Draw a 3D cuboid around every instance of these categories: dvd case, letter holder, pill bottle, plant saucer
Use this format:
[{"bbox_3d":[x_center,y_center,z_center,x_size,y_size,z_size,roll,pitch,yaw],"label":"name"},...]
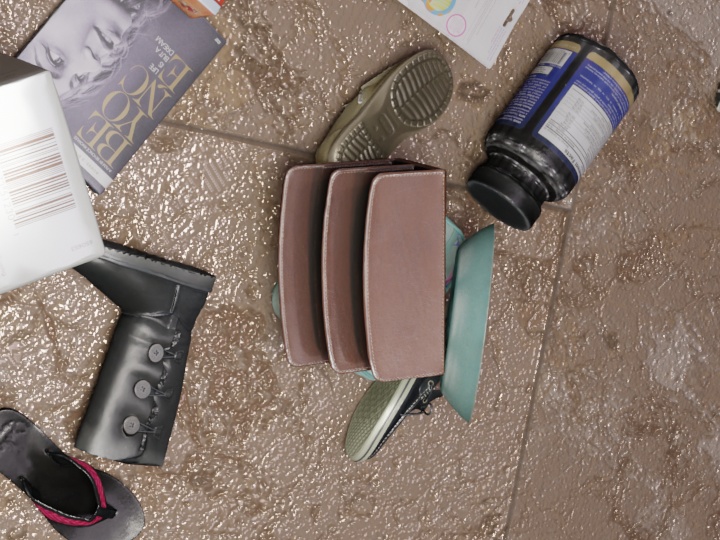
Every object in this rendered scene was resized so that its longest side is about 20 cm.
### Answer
[{"bbox_3d":[-0.239,-0.196,1.534,0.149,0.016,0.201,45,76,-27],"label":"dvd case"},{"bbox_3d":[0.000,0.000,1.558,0.140,0.100,0.203,-5,102,-24],"label":"letter holder"},{"bbox_3d":[0.204,-0.147,1.732,0.112,0.112,0.201,43,77,-27],"label":"pill bottle"},{"bbox_3d":[0.106,0.051,1.622,0.035,0.200,0.203,7,95,2],"label":"plant saucer"}]

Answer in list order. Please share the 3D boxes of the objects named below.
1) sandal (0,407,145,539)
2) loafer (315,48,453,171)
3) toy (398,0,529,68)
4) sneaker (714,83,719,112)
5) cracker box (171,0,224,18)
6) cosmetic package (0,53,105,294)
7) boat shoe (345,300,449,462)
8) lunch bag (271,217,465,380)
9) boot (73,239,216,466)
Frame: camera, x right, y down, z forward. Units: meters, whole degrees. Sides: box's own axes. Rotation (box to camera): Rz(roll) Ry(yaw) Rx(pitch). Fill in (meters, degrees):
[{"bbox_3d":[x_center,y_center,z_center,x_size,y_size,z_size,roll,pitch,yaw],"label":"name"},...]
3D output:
[{"bbox_3d":[-0.288,0.209,1.550,0.200,0.045,0.075,43,77,-27],"label":"sandal"},{"bbox_3d":[0.020,-0.161,1.655,0.200,0.068,0.076,-43,118,-31],"label":"loafer"},{"bbox_3d":[0.082,-0.315,1.677,0.199,0.047,0.116,34,84,-25],"label":"toy"},{"bbox_3d":[0.506,-0.233,1.909,0.200,0.077,0.085,-40,119,-18],"label":"sneaker"},{"bbox_3d":[-0.147,-0.361,1.529,0.134,0.057,0.201,39,73,-28],"label":"cracker box"},{"bbox_3d":[-0.339,-0.078,1.383,0.165,0.200,0.169,-21,108,-18],"label":"cosmetic package"},{"bbox_3d":[0.055,0.126,1.713,0.062,0.074,0.201,42,72,-21],"label":"boat shoe"},{"bbox_3d":[0.017,0.003,1.670,0.160,0.077,0.201,40,78,-27],"label":"lunch bag"},{"bbox_3d":[-0.240,0.080,1.553,0.163,0.066,0.202,18,93,-28],"label":"boot"}]
